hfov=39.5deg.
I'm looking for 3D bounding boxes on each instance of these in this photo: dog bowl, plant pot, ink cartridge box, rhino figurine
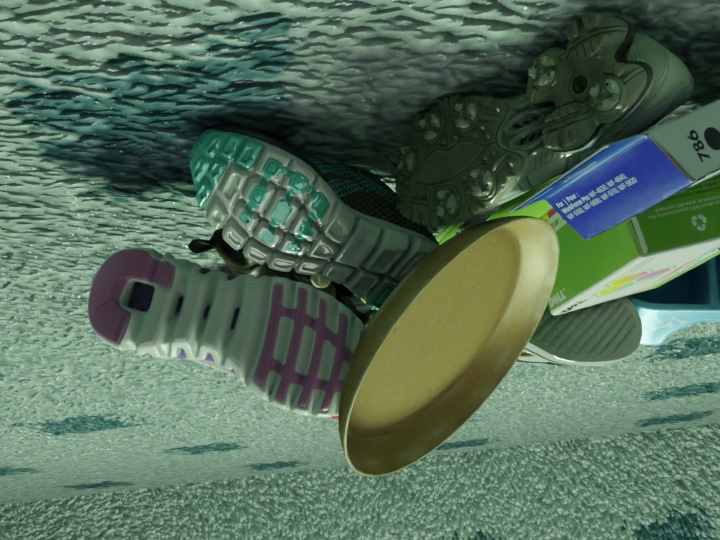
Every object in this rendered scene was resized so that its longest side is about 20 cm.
[{"bbox_3d":[0.292,0.003,0.848,0.199,0.112,0.050,0,151,9],"label":"dog bowl"},{"bbox_3d":[0.054,0.046,0.649,0.200,0.027,0.200,-35,146,-28],"label":"plant pot"},{"bbox_3d":[0.190,-0.068,0.578,0.200,0.039,0.099,-23,174,-27],"label":"ink cartridge box"},{"bbox_3d":[0.157,-0.019,0.729,0.199,0.076,0.148,-14,167,-19],"label":"ink cartridge box"},{"bbox_3d":[-0.059,0.009,0.751,0.087,0.060,0.200,21,162,46],"label":"rhino figurine"}]

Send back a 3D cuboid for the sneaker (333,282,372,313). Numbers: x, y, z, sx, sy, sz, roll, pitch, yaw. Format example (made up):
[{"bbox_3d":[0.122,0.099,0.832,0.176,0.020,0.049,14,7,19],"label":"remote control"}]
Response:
[{"bbox_3d":[0.000,0.000,0.869,0.083,0.072,0.200,23,167,8],"label":"sneaker"}]

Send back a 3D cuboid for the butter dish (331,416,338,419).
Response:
[{"bbox_3d":[0.021,0.118,1.090,0.199,0.148,0.199,-4,164,-6],"label":"butter dish"}]

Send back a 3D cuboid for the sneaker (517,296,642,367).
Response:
[{"bbox_3d":[0.127,0.038,0.833,0.199,0.079,0.079,10,165,-2],"label":"sneaker"}]

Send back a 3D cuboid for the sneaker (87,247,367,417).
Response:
[{"bbox_3d":[-0.079,0.040,0.682,0.200,0.081,0.088,18,175,7],"label":"sneaker"}]

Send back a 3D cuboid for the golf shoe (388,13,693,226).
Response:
[{"bbox_3d":[0.105,-0.075,0.598,0.097,0.079,0.200,1,165,-42],"label":"golf shoe"}]

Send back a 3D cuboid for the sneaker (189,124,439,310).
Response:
[{"bbox_3d":[-0.026,-0.041,0.665,0.200,0.091,0.078,30,116,-28],"label":"sneaker"}]
